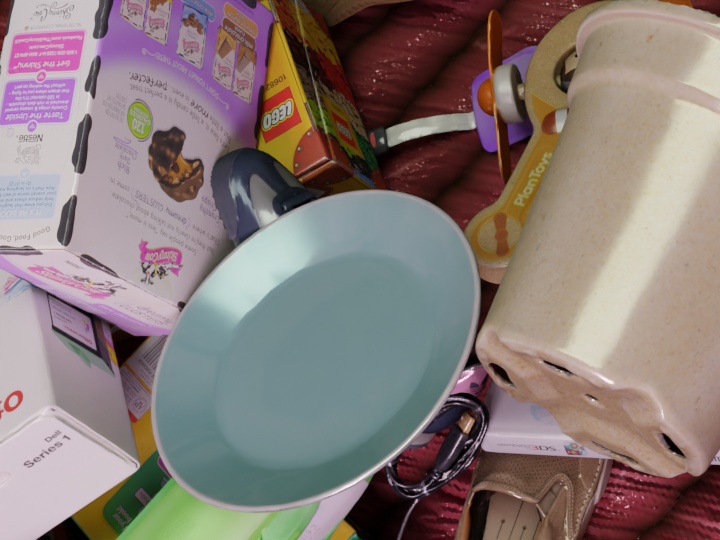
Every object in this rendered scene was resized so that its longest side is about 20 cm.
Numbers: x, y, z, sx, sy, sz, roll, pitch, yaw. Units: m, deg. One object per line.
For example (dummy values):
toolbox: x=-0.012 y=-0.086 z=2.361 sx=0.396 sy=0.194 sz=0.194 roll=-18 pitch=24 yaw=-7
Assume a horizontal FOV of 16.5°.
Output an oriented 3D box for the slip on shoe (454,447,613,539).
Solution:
slip on shoe: x=0.088 y=0.124 z=1.372 sx=0.076 sy=0.061 sz=0.201 roll=8 pitch=71 yaw=28

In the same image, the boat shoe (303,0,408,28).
boat shoe: x=-0.010 y=-0.197 z=1.568 sx=0.199 sy=0.072 sz=0.065 roll=-3 pitch=31 yaw=32

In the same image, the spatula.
spatula: x=0.032 y=-0.084 z=1.516 sx=0.199 sy=0.021 sz=0.057 roll=-18 pitch=64 yaw=18

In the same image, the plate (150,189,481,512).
plate: x=-0.021 y=0.045 z=1.312 sx=0.199 sy=0.026 sz=0.201 roll=-20 pitch=46 yaw=22

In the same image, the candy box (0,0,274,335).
candy box: x=-0.130 y=-0.080 z=1.396 sx=0.071 sy=0.168 sz=0.201 roll=-1 pitch=72 yaw=29

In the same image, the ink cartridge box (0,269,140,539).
ink cartridge box: x=-0.219 y=0.060 z=1.424 sx=0.144 sy=0.084 sz=0.201 roll=-35 pitch=45 yaw=17

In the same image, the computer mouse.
computer mouse: x=0.019 y=0.156 z=1.355 sx=0.058 sy=0.034 sz=0.201 roll=22 pitch=108 yaw=2

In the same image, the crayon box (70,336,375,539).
crayon box: x=-0.090 y=0.141 z=1.449 sx=0.119 sy=0.058 sz=0.200 roll=-46 pitch=57 yaw=0

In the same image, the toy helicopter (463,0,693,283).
toy helicopter: x=0.108 y=-0.078 z=1.419 sx=0.132 sy=0.079 sz=0.201 roll=16 pitch=61 yaw=30

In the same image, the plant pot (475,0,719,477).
plant pot: x=0.157 y=-0.004 z=1.267 sx=0.200 sy=0.201 sz=0.184 roll=21 pitch=72 yaw=31

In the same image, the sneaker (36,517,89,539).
sneaker: x=-0.175 y=0.222 z=1.453 sx=0.082 sy=0.078 sz=0.200 roll=-46 pitch=53 yaw=20

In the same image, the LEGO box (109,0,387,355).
LEGO box: x=-0.101 y=-0.066 z=1.523 sx=0.199 sy=0.077 sz=0.150 roll=-29 pitch=60 yaw=18

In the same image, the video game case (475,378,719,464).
video game case: x=0.172 y=0.018 z=1.372 sx=0.181 sy=0.024 sz=0.201 roll=1 pitch=52 yaw=25

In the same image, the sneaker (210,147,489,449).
sneaker: x=0.000 y=0.000 z=1.395 sx=0.200 sy=0.070 sz=0.082 roll=51 pitch=128 yaw=0

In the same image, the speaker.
speaker: x=-0.080 y=0.151 z=1.355 sx=0.200 sy=0.088 sz=0.088 roll=-48 pitch=57 yaw=-2
